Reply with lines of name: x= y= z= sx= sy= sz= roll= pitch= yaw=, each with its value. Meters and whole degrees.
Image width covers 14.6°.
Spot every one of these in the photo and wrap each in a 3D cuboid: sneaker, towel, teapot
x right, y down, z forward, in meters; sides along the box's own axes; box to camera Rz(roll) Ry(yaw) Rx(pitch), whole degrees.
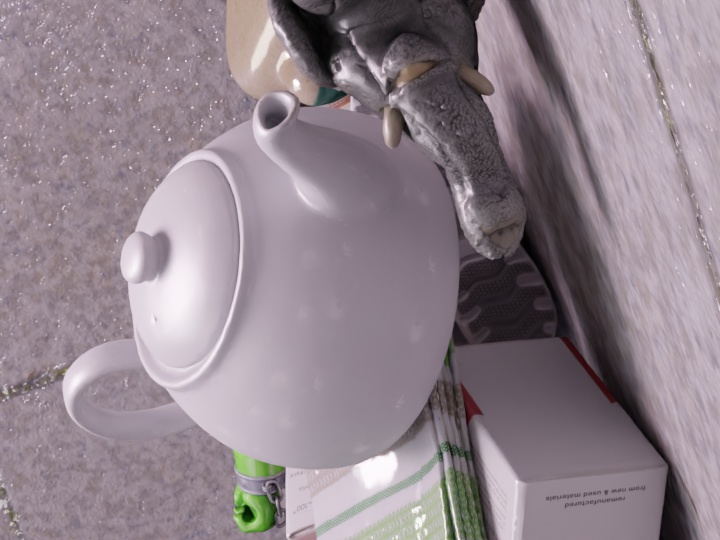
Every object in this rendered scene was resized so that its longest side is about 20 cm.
sneaker: x=0.047 y=-0.033 z=1.602 sx=0.082 sy=0.074 sz=0.201 roll=96 pitch=153 yaw=-79
towel: x=0.010 y=0.121 z=1.450 sx=0.149 sy=0.031 sz=0.201 roll=-37 pitch=57 yaw=51
teapot: x=-0.055 y=0.007 z=1.417 sx=0.197 sy=0.146 sz=0.201 roll=17 pitch=99 yaw=60

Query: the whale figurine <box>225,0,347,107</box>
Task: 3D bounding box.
whale figurine: x=-0.012 y=-0.174 z=1.695 sx=0.200 sy=0.103 sz=0.160 roll=142 pitch=132 yaw=-62

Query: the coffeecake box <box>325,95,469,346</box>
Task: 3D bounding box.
coffeecake box: x=0.000 y=0.000 z=1.627 sx=0.154 sy=0.073 sz=0.200 roll=59 pitch=-164 yaw=-13

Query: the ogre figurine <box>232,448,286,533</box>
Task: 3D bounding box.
ogre figurine: x=-0.058 y=0.050 z=1.736 sx=0.120 sy=0.098 sz=0.200 roll=83 pitch=-150 yaw=-53

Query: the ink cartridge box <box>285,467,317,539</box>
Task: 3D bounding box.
ink cartridge box: x=0.021 y=0.199 z=1.623 sx=0.200 sy=0.043 sz=0.174 roll=53 pitch=-154 yaw=-40

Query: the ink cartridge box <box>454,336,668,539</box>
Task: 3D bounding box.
ink cartridge box: x=0.088 y=0.156 z=1.462 sx=0.147 sy=0.083 sz=0.201 roll=-124 pitch=33 yaw=-58

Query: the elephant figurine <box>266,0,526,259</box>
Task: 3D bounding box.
elephant figurine: x=0.008 y=-0.125 z=1.311 sx=0.155 sy=0.141 sz=0.200 roll=-62 pitch=-41 yaw=-35
